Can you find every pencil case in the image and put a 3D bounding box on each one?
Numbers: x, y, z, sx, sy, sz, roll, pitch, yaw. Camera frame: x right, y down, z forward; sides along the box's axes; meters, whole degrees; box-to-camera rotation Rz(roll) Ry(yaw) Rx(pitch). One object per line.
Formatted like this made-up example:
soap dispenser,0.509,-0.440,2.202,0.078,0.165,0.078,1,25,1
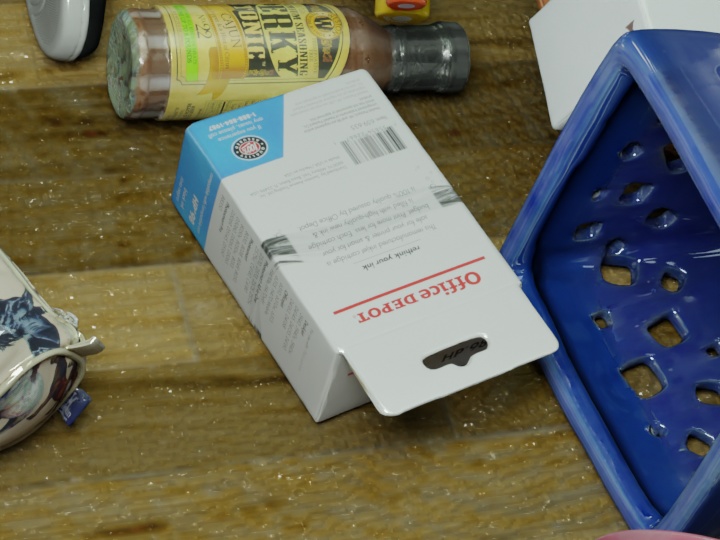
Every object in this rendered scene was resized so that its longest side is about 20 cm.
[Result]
pencil case,-0.212,-0.002,1.217,0.089,0.078,0.200,-35,67,-11

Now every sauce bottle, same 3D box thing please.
sauce bottle,-0.038,-0.117,1.362,0.200,0.065,0.065,-4,55,-21

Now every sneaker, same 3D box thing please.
sneaker,-0.130,-0.204,1.398,0.112,0.073,0.200,7,60,-26

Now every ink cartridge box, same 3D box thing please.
ink cartridge box,0.000,0.000,1.282,0.116,0.067,0.200,-19,61,-27

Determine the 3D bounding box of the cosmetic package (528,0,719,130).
cosmetic package,0.204,-0.122,1.326,0.200,0.101,0.071,1,66,-29

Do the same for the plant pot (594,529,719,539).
plant pot,0.154,0.238,1.081,0.200,0.200,0.179,25,68,4

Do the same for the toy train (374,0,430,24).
toy train,0.015,-0.224,1.369,0.056,0.150,0.200,1,32,5

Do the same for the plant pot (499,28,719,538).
plant pot,0.211,0.004,1.261,0.180,0.200,0.200,-9,56,-28

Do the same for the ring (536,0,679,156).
ring,0.181,-0.150,1.399,0.200,0.019,0.200,11,64,-24
